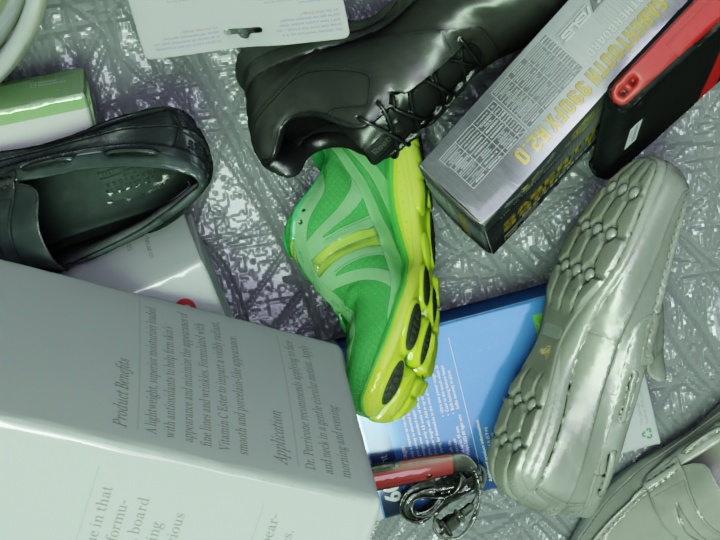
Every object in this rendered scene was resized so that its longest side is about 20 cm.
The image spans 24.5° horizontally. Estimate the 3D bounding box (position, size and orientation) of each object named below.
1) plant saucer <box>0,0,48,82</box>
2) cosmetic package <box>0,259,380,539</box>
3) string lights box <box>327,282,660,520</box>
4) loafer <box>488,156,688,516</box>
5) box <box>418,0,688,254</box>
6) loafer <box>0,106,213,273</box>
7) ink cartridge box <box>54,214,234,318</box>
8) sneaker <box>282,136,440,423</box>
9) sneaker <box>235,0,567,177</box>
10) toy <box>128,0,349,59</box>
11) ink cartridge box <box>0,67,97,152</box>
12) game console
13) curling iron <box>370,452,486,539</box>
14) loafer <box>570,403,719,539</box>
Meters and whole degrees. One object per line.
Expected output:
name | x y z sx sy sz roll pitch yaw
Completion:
plant saucer | -0.233 -0.187 0.878 0.199 0.050 0.201 8 108 25
cosmetic package | -0.116 0.116 0.788 0.199 0.165 0.166 15 110 -12
string lights box | 0.063 0.074 0.965 0.199 0.059 0.103 -14 95 -5
loafer | 0.135 0.037 0.905 0.069 0.070 0.201 21 94 -21
box | 0.119 -0.103 0.904 0.048 0.158 0.200 42 90 7
loafer | -0.173 -0.029 0.867 0.200 0.070 0.068 -21 118 0
ink cartridge box | -0.157 0.073 0.908 0.199 0.085 0.145 -23 118 -5
sneaker | 0.000 0.000 0.919 0.083 0.074 0.201 -8 53 10
sneaker | 0.025 -0.106 0.903 0.199 0.076 0.091 -21 54 23
toy | -0.076 -0.210 0.850 0.114 0.047 0.201 -4 130 10
ink cartridge box | -0.204 -0.002 0.939 0.145 0.048 0.201 -12 118 -5
game console | 0.191 -0.131 0.896 0.177 0.200 0.031 -42 80 -1
curling iron | -0.024 0.130 0.908 0.199 0.026 0.050 -3 98 -12
loafer | 0.199 0.133 0.978 0.200 0.070 0.070 -44 97 -2
